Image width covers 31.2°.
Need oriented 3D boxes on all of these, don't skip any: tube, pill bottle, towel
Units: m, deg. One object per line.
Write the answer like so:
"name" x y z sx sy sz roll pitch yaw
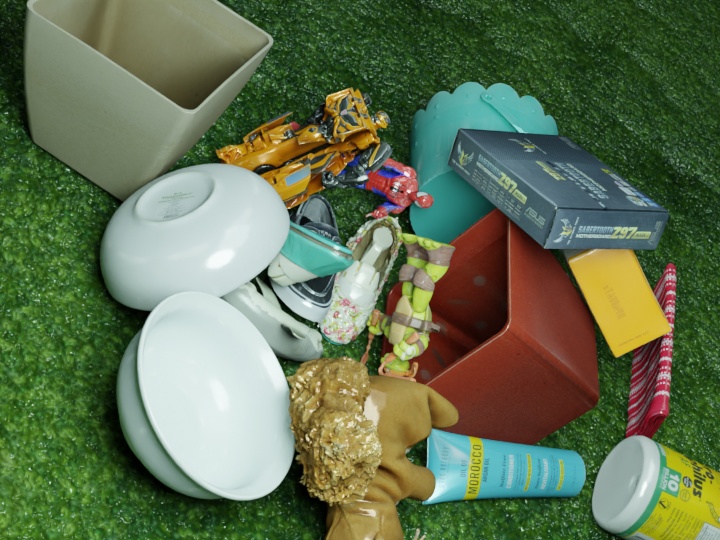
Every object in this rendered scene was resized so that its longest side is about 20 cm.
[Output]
"tube" 0.150 0.214 1.383 0.199 0.050 0.078 8 81 -31
"pill bottle" 0.369 0.273 1.441 0.199 0.113 0.113 26 40 -13
"towel" 0.342 0.110 1.527 0.022 0.145 0.201 11 60 1

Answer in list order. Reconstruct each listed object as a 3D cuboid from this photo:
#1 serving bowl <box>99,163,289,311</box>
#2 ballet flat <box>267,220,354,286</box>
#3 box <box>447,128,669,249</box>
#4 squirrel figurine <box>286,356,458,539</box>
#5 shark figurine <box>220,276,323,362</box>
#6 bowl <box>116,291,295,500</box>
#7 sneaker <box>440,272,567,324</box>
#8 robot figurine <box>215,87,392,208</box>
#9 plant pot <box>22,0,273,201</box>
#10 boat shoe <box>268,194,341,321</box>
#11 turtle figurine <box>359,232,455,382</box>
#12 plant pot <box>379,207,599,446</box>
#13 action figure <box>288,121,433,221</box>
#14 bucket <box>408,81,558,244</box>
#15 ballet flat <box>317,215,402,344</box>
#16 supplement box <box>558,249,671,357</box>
"serving bowl" -0.174 -0.048 1.292 0.199 0.066 0.201 -12 37 9
"ballet flat" -0.080 -0.023 1.345 0.067 0.071 0.200 28 2 -43
"box" 0.210 -0.090 1.394 0.157 0.051 0.200 0 29 -30
"squirrel figurine" -0.010 0.189 1.206 0.200 0.141 0.188 47 45 -48
"shark figurine" -0.132 0.044 1.324 0.214 0.090 0.128 41 5 -8
"bowl" -0.157 0.128 1.185 0.201 0.090 0.202 37 38 -36
"sneaker" 0.176 0.031 1.534 0.199 0.109 0.070 28 41 -13
"robot figurine" -0.060 -0.136 1.462 0.058 0.199 0.145 57 10 -47
"plant pot" -0.246 -0.197 1.383 0.199 0.177 0.200 34 39 2
"boat shoe" -0.052 -0.020 1.411 0.071 0.068 0.200 29 25 -15
"turtle figurine" 0.054 0.047 1.339 0.064 0.162 0.200 14 3 -11
"plant pot" 0.152 0.086 1.412 0.176 0.200 0.201 35 37 -23
"action figure" -0.011 -0.113 1.508 0.199 0.066 0.099 23 13 16
"bucket" 0.152 -0.113 1.593 0.206 0.207 0.135 22 47 -18
"ballet flat" 0.000 0.000 1.470 0.075 0.064 0.200 31 40 -8
"supplement box" 0.289 0.009 1.504 0.126 0.073 0.200 62 8 -9
